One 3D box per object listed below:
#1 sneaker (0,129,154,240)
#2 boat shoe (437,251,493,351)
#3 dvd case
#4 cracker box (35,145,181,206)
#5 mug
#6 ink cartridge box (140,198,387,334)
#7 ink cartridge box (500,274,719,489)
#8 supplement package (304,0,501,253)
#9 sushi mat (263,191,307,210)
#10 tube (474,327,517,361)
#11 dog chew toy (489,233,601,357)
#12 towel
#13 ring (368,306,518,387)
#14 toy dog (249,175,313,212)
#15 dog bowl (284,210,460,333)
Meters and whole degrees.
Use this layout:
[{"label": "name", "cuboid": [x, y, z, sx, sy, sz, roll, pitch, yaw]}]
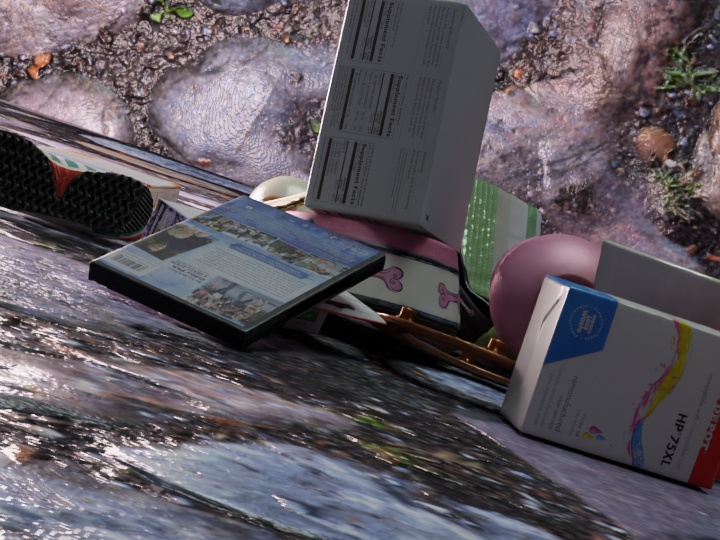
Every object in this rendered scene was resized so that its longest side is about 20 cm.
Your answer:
[{"label": "sneaker", "cuboid": [-0.283, -0.071, 1.540, 0.199, 0.070, 0.093, 18, -12, 7]}, {"label": "boat shoe", "cuboid": [0.084, -0.025, 1.603, 0.063, 0.200, 0.073, -26, -16, 37]}, {"label": "dvd case", "cuboid": [-0.089, -0.003, 1.251, 0.142, 0.018, 0.200, 23, 27, 24]}, {"label": "cracker box", "cuboid": [-0.271, -0.082, 1.688, 0.134, 0.058, 0.200, 18, 3, 3]}, {"label": "mug", "cuboid": [0.266, 0.073, 1.410, 0.186, 0.153, 0.149, 16, 5, -42]}, {"label": "ink cartridge box", "cuboid": [-0.082, 0.011, 1.343, 0.109, 0.050, 0.200, 15, 15, -47]}, {"label": "ink cartridge box", "cuboid": [0.221, 0.090, 1.247, 0.200, 0.116, 0.067, 17, 4, -12]}, {"label": "supplement package", "cuboid": [0.042, -0.131, 1.487, 0.111, 0.200, 0.156, 11, -5, 18]}, {"label": "sushi mat", "cuboid": [-0.123, -0.054, 1.573, 0.096, 0.012, 0.200, -19, 7, -40]}, {"label": "tube", "cuboid": [0.132, 0.067, 1.663, 0.200, 0.052, 0.058, 15, -39, 39]}, {"label": "dog chew toy", "cuboid": [0.177, 0.022, 1.545, 0.124, 0.125, 0.200, 18, 6, -5]}, {"label": "towel", "cuboid": [0.095, -0.039, 1.689, 0.200, 0.149, 0.031, 23, -37, -20]}, {"label": "ring", "cuboid": [0.099, 0.071, 1.364, 0.200, 0.019, 0.200, 23, -6, 3]}, {"label": "toy dog", "cuboid": [-0.026, -0.064, 1.787, 0.200, 0.194, 0.140, -14, 24, -5]}, {"label": "dog bowl", "cuboid": [0.000, 0.000, 1.487, 0.200, 0.074, 0.200, 13, -4, 1]}]
